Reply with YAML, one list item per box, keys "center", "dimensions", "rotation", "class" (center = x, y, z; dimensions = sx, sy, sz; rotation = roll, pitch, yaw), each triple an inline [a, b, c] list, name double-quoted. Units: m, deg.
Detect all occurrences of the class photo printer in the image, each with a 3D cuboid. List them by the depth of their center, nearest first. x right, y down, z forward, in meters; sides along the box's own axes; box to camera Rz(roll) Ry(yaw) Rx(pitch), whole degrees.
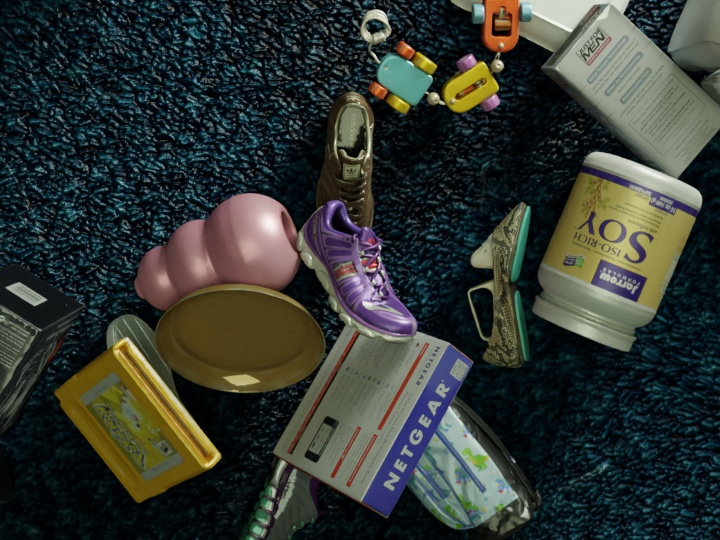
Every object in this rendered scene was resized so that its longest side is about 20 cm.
- center: [0.421, -0.307, 1.289]
  dimensions: [0.069, 0.200, 0.167]
  rotation: [25, 96, -2]
  class: "photo printer"

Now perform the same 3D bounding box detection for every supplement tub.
- center: [0.293, -0.022, 1.345]
  dimensions: [0.145, 0.145, 0.201]
  rotation: [21, 95, -2]
  class: "supplement tub"

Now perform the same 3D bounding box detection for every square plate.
- center: [0.236, -0.368, 1.371]
  dimensions: [0.198, 0.028, 0.201]
  rotation: [26, 95, -2]
  class: "square plate"

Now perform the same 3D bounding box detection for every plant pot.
- center: [-0.140, 0.077, 1.365]
  dimensions: [0.199, 0.028, 0.200]
  rotation: [1, 139, 0]
  class: "plant pot"

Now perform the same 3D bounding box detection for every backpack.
- center: [0.106, 0.220, 1.368]
  dimensions: [0.153, 0.163, 0.201]
  rotation: [-27, 86, 6]
  class: "backpack"

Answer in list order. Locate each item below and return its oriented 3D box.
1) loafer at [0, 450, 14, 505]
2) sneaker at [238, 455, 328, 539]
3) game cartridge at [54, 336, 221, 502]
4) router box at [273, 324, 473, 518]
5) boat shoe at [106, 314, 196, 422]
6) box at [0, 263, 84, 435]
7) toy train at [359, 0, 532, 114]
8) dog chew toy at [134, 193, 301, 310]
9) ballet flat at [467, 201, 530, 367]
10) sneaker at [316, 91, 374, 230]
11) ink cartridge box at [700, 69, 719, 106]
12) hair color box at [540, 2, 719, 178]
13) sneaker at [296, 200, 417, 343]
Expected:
- center: [-0.505, 0.217, 1.419]
  dimensions: [0.072, 0.073, 0.200]
  rotation: [-43, 84, 13]
  class: "loafer"
- center: [-0.092, 0.310, 1.420]
  dimensions: [0.087, 0.074, 0.201]
  rotation: [23, 95, -7]
  class: "sneaker"
- center: [-0.269, 0.182, 1.363]
  dimensions: [0.176, 0.032, 0.200]
  rotation: [52, 138, -4]
  class: "game cartridge"
- center: [0.010, 0.159, 1.329]
  dimensions: [0.049, 0.179, 0.200]
  rotation: [38, 78, -36]
  class: "router box"
- center: [-0.260, 0.153, 1.405]
  dimensions: [0.073, 0.067, 0.201]
  rotation: [-25, 90, -41]
  class: "boat shoe"
- center: [-0.427, 0.103, 1.338]
  dimensions: [0.104, 0.200, 0.182]
  rotation: [32, 96, -3]
  class: "box"
- center: [0.100, -0.260, 1.361]
  dimensions: [0.199, 0.056, 0.151]
  rotation: [-6, 109, -1]
  class: "toy train"
- center: [-0.173, -0.012, 1.368]
  dimensions: [0.199, 0.125, 0.125]
  rotation: [-19, 95, 10]
  class: "dog chew toy"
- center: [0.165, 0.018, 1.395]
  dimensions: [0.075, 0.068, 0.201]
  rotation: [2, 98, 16]
  class: "ballet flat"
- center: [-0.019, -0.111, 1.374]
  dimensions: [0.070, 0.076, 0.201]
  rotation: [0, 95, 0]
  class: "sneaker"
- center: [0.524, -0.217, 1.354]
  dimensions: [0.200, 0.084, 0.145]
  rotation: [-33, 94, 3]
  class: "ink cartridge box"
- center: [0.320, -0.208, 1.355]
  dimensions: [0.200, 0.061, 0.099]
  rotation: [39, 94, -13]
  class: "hair color box"
- center: [0.000, 0.000, 1.311]
  dimensions: [0.200, 0.081, 0.084]
  rotation: [52, 122, 25]
  class: "sneaker"
